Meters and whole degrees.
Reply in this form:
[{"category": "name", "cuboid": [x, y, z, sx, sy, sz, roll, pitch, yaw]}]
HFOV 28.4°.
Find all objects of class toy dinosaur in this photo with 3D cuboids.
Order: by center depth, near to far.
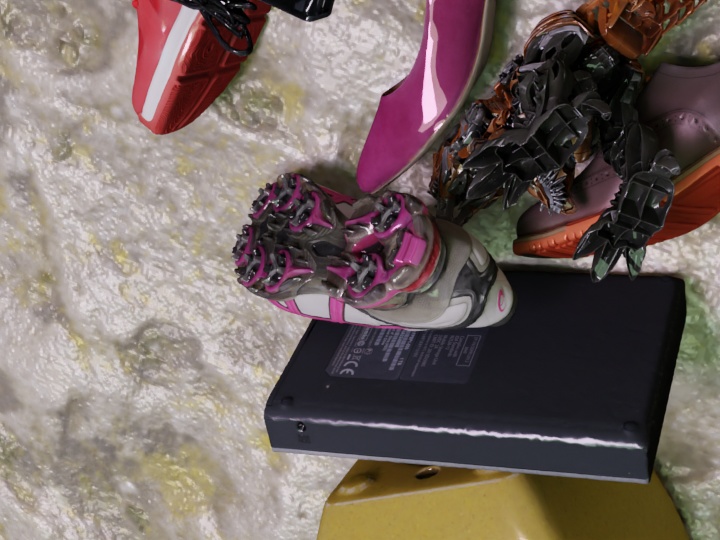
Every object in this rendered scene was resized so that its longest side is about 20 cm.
[{"category": "toy dinosaur", "cuboid": [0.097, -0.082, 0.680, 0.101, 0.137, 0.201, 14, 134, -9]}]

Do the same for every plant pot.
[{"category": "plant pot", "cuboid": [0.076, 0.182, 0.790, 0.194, 0.194, 0.202, -14, 104, 27]}]

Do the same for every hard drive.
[{"category": "hard drive", "cuboid": [0.064, 0.048, 0.751, 0.197, 0.140, 0.033, 2, 124, 21]}]

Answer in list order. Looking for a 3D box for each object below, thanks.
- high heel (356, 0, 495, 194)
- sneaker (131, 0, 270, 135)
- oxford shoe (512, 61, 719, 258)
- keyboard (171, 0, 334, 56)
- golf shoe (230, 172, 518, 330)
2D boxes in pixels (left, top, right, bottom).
[{"category": "high heel", "cuboid": [0.030, -0.136, 0.716, 0.095, 0.067, 0.201, 34, 119, -3]}, {"category": "sneaker", "cuboid": [-0.103, -0.182, 0.758, 0.115, 0.078, 0.202, 32, 111, 15]}, {"category": "oxford shoe", "cuboid": [0.156, -0.061, 0.719, 0.199, 0.071, 0.073, -26, 71, 36]}, {"category": "keyboard", "cuboid": [-0.078, -0.174, 0.682, 0.199, 0.039, 0.105, 31, 109, 32]}, {"category": "golf shoe", "cuboid": [0.000, 0.000, 0.763, 0.092, 0.199, 0.073, 29, 84, -32]}]
